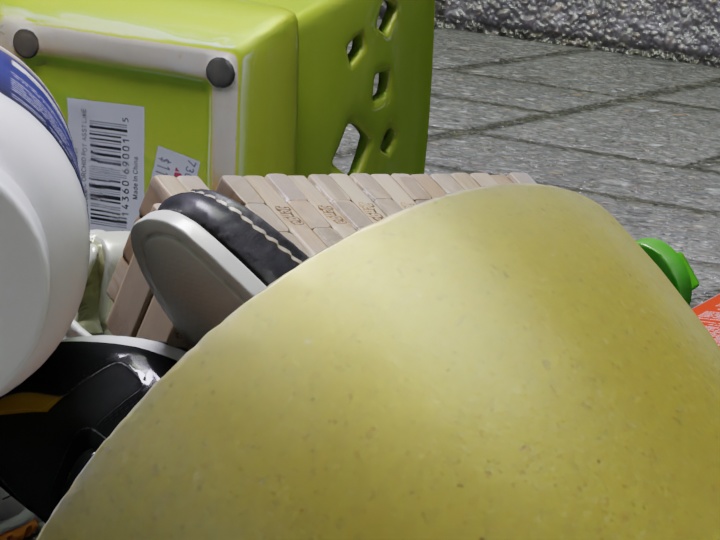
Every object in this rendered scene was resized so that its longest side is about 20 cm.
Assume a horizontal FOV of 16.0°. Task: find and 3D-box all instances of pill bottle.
[{"bbox_3d":[-0.145,-0.016,0.838,0.110,0.112,0.200,4,12,-10],"label":"pill bottle"}]

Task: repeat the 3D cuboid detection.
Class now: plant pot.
[{"bbox_3d":[0.036,0.103,0.567,0.199,0.201,0.142,-7,41,-47],"label":"plant pot"},{"bbox_3d":[-0.087,-0.071,1.322,0.198,0.201,0.181,10,19,21],"label":"plant pot"}]

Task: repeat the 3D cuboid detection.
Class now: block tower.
[{"bbox_3d":[0.000,0.000,0.951,0.199,0.058,0.054,-1,37,-41],"label":"block tower"}]

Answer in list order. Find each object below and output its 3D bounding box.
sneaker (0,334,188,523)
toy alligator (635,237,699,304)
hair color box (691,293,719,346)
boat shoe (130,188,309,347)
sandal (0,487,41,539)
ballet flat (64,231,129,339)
[{"bbox_3d":[-0.055,0.080,0.819,0.199,0.070,0.090,24,20,19],"label":"sneaker"},{"bbox_3d":[0.045,0.029,0.809,0.199,0.059,0.054,-24,-9,-33],"label":"toy alligator"},{"bbox_3d":[0.145,0.066,0.960,0.061,0.102,0.200,10,13,23],"label":"hair color box"},{"bbox_3d":[0.007,0.034,0.866,0.200,0.060,0.074,44,-21,-19],"label":"boat shoe"},{"bbox_3d":[-0.162,0.072,0.886,0.079,0.060,0.207,7,11,9],"label":"sandal"},{"bbox_3d":[-0.086,0.024,0.994,0.069,0.070,0.200,-3,29,-37],"label":"ballet flat"}]
